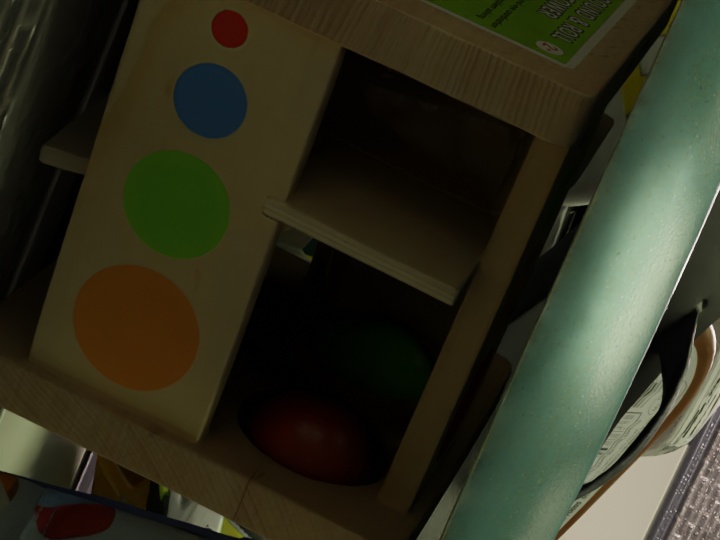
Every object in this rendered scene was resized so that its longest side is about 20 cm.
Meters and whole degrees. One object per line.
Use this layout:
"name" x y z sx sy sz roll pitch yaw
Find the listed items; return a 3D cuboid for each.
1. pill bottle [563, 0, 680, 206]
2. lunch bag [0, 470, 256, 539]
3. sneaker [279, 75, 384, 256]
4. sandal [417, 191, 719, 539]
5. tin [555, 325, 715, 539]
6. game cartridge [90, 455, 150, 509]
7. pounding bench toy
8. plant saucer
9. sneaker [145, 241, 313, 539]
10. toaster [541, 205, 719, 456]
"pill bottle" 0.096 -0.127 0.735 0.109 0.109 0.201 -10 91 -79
"lunch bag" -0.043 0.144 0.596 0.161 0.199 0.076 105 10 -48
"sneaker" 0.000 -0.001 0.791 0.070 0.093 0.200 -55 167 -45
"sandal" 0.075 0.025 0.687 0.200 0.076 0.043 -51 -141 22
"tin" 0.046 0.071 0.792 0.112 0.042 0.200 10 129 -46
"game cartridge" -0.029 0.105 0.836 0.176 0.032 0.200 -18 149 -27
"pounding bench toy" 0.000 -0.031 0.605 0.156 0.124 0.200 -69 171 26
"plant saucer" 0.066 -0.001 0.562 0.200 0.027 0.201 25 90 -85
"sneaker" -0.031 0.089 0.693 0.075 0.076 0.201 -146 -120 -76
"toaster" 0.119 -0.012 0.878 0.129 0.113 0.201 -37 150 -63
